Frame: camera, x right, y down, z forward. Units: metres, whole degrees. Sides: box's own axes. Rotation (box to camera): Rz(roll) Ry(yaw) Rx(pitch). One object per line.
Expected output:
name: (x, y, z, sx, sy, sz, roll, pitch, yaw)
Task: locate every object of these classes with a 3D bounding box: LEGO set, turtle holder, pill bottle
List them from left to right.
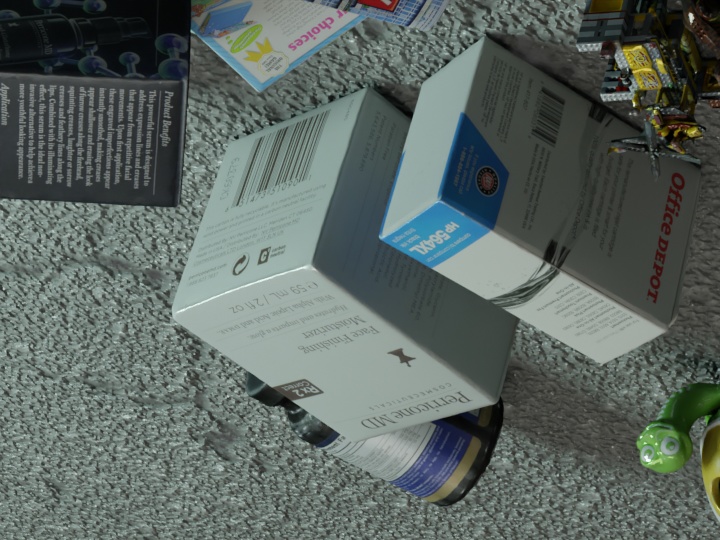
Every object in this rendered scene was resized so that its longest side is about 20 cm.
pill bottle: (0.011, 0.108, 2.080, 0.200, 0.112, 0.112, 28, 147, -16)
LEGO set: (0.222, -0.132, 1.599, 0.154, 0.116, 0.200, 4, 146, 20)
turtle holder: (0.328, 0.149, 1.975, 0.185, 0.132, 0.141, 36, 144, -28)

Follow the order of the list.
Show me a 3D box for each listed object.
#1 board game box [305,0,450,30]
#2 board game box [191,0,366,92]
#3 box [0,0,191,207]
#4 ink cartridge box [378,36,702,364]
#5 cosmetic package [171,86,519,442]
board game box: (0.030, -0.227, 1.498, 0.200, 0.062, 0.200, 13, 129, -18)
board game box: (-0.031, -0.213, 1.567, 0.200, 0.034, 0.134, -33, 128, 21)
box: (-0.203, -0.129, 1.502, 0.200, 0.149, 0.107, 3, 136, -6)
ink cartridge box: (0.130, -0.046, 1.750, 0.200, 0.146, 0.084, 30, 145, -20)
cosmetic package: (0.000, 0.000, 1.864, 0.200, 0.165, 0.165, 37, 144, -29)
